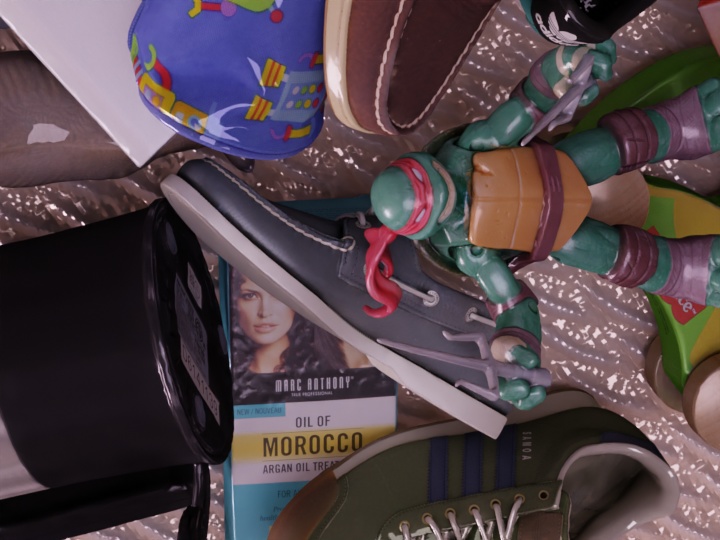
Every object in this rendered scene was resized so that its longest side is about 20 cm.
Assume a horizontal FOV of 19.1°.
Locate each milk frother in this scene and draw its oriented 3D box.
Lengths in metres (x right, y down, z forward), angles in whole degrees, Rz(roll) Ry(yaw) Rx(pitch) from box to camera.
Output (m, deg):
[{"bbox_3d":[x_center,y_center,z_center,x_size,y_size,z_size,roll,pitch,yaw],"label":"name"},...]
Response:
[{"bbox_3d":[-0.151,0.093,0.916,0.187,0.201,0.181,-13,123,9],"label":"milk frother"}]

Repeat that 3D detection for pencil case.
[{"bbox_3d":[-0.029,-0.143,0.791,0.086,0.078,0.201,19,115,2],"label":"pencil case"}]

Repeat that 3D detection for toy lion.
[{"bbox_3d":[0.201,-0.026,1.020,0.191,0.069,0.200,-38,112,-1],"label":"toy lion"}]

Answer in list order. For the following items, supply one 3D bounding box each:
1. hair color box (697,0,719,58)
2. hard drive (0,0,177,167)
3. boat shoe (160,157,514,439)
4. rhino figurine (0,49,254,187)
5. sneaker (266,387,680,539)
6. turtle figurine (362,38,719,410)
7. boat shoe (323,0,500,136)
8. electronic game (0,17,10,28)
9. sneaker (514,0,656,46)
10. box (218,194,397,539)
[{"bbox_3d":[0.241,-0.057,0.936,0.110,0.064,0.201,-16,113,33],"label":"hair color box"},{"bbox_3d":[-0.109,-0.160,0.865,0.132,0.027,0.200,-42,98,4],"label":"hard drive"},{"bbox_3d":[0.000,0.000,0.939,0.200,0.073,0.062,36,86,-25],"label":"boat shoe"},{"bbox_3d":[-0.118,-0.069,0.931,0.198,0.088,0.060,-3,112,-8],"label":"rhino figurine"},{"bbox_3d":[0.061,0.113,0.992,0.199,0.090,0.068,-18,119,-29],"label":"sneaker"},{"bbox_3d":[0.075,-0.029,0.886,0.199,0.100,0.151,-4,110,-38],"label":"turtle figurine"},{"bbox_3d":[0.049,-0.130,0.760,0.072,0.072,0.201,-4,123,-55],"label":"boat shoe"},{"bbox_3d":[-0.157,-0.202,0.897,0.198,0.042,0.202,-1,104,-6],"label":"electronic game"},{"bbox_3d":[0.133,-0.164,0.799,0.071,0.080,0.200,32,103,-19],"label":"sneaker"},{"bbox_3d":[-0.024,0.067,1.020,0.082,0.049,0.201,-3,112,-8],"label":"box"}]
